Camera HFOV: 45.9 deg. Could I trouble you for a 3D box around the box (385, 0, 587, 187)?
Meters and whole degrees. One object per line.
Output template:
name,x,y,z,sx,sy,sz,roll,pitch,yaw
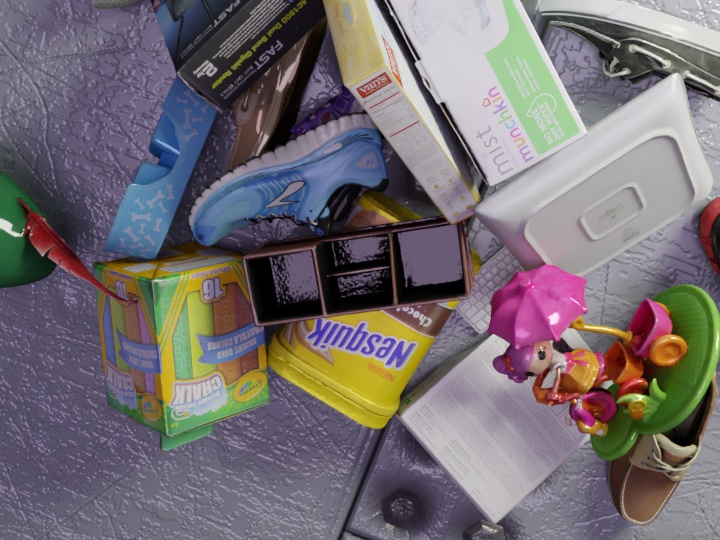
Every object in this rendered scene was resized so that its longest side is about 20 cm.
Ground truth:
box,0.100,-0.190,0.747,0.097,0.176,0.200,-28,99,11

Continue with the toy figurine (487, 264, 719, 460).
toy figurine,0.200,0.074,0.805,0.184,0.150,0.200,20,120,-12

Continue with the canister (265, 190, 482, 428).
canister,0.013,0.038,0.862,0.148,0.087,0.200,31,104,0

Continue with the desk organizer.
desk organizer,0.000,0.000,0.775,0.200,0.077,0.072,-8,98,10

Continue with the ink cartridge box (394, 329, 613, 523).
ink cartridge box,0.160,0.143,0.902,0.200,0.050,0.161,-41,99,-5

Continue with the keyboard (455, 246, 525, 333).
keyboard,0.179,-0.017,0.869,0.200,0.011,0.056,-42,96,15

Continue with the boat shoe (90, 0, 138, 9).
boat shoe,-0.182,-0.323,0.800,0.200,0.075,0.062,-39,92,9

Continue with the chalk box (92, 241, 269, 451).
chalk box,-0.176,0.085,0.853,0.124,0.124,0.200,11,110,46

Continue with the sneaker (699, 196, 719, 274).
sneaker,0.390,0.025,0.811,0.071,0.098,0.201,-25,102,10

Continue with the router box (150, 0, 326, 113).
router box,-0.091,-0.259,0.761,0.200,0.150,0.062,-41,135,13

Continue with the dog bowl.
dog bowl,-0.188,-0.102,0.823,0.050,0.111,0.200,22,83,-15

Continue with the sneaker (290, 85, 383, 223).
sneaker,-0.023,-0.145,0.827,0.083,0.081,0.200,30,98,21

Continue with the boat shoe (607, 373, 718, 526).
boat shoe,0.309,0.173,0.870,0.076,0.074,0.200,13,105,3

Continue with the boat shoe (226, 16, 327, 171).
boat shoe,-0.097,-0.168,0.834,0.064,0.071,0.200,24,98,6

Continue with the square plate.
square plate,0.225,-0.062,0.775,0.200,0.198,0.028,-34,54,14

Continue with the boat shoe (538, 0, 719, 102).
boat shoe,0.256,-0.205,0.781,0.200,0.071,0.064,17,104,0

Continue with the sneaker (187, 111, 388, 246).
sneaker,-0.065,-0.064,0.766,0.200,0.078,0.090,-25,93,15

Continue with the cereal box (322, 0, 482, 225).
cereal box,0.035,-0.146,0.714,0.039,0.144,0.200,-26,141,16

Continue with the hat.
hat,-0.311,-0.029,0.860,0.176,0.200,0.166,6,149,-15
